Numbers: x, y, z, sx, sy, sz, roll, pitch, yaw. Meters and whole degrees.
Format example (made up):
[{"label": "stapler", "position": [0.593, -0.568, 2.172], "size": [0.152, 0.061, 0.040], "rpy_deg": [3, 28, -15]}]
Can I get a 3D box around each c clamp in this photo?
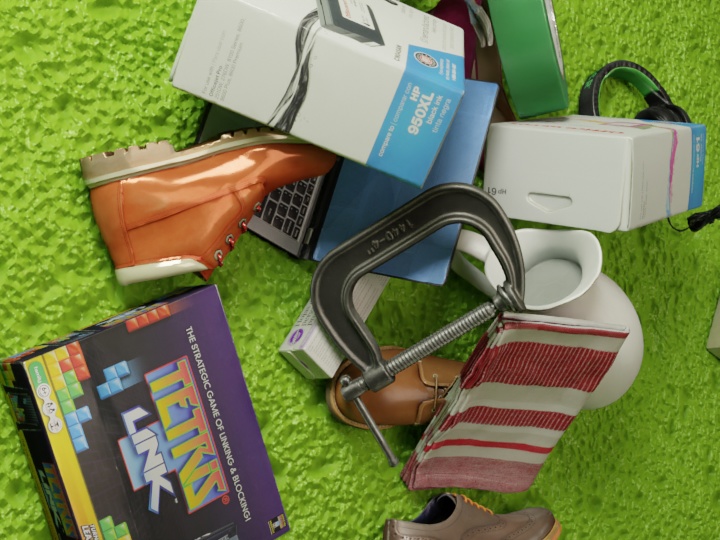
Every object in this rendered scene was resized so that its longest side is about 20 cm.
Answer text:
[{"label": "c clamp", "position": [0.051, 0.034, 0.929], "size": [0.172, 0.199, 0.027], "rpy_deg": [51, 17, -7]}]

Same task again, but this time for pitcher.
[{"label": "pitcher", "position": [0.169, 0.037, 1.088], "size": [0.122, 0.170, 0.200], "rpy_deg": [-56, 140, -16]}]

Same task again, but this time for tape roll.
[{"label": "tape roll", "position": [0.148, -0.242, 1.071], "size": [0.200, 0.047, 0.204], "rpy_deg": [-12, 90, -76]}]

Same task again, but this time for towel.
[{"label": "towel", "position": [0.134, 0.120, 1.018], "size": [0.142, 0.202, 0.023], "rpy_deg": [6, 38, -30]}]

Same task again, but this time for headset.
[{"label": "headset", "position": [0.312, -0.130, 1.237], "size": [0.123, 0.094, 0.201], "rpy_deg": [-38, 99, -34]}]

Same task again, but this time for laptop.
[{"label": "laptop", "position": [-0.012, -0.110, 0.954], "size": [0.199, 0.115, 0.190], "rpy_deg": [30, 67, -34]}]

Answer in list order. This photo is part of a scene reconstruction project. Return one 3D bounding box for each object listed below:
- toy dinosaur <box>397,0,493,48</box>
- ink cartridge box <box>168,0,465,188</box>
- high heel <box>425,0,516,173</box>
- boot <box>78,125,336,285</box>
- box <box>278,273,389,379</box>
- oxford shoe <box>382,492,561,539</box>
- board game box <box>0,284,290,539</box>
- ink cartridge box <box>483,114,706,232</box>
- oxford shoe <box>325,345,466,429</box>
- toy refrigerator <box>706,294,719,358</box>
[{"label": "toy dinosaur", "position": [0.040, -0.273, 0.965], "size": [0.104, 0.180, 0.203], "rpy_deg": [-16, 93, -34]}, {"label": "ink cartridge box", "position": [-0.027, -0.160, 0.877], "size": [0.197, 0.085, 0.145], "rpy_deg": [21, 29, -7]}, {"label": "high heel", "position": [0.124, -0.163, 1.083], "size": [0.067, 0.095, 0.202], "rpy_deg": [-43, 113, -33]}, {"label": "boot", "position": [-0.102, -0.051, 0.884], "size": [0.197, 0.075, 0.109], "rpy_deg": [-14, 95, -16]}, {"label": "box", "position": [0.000, 0.000, 1.004], "size": [0.041, 0.038, 0.202], "rpy_deg": [44, 61, -27]}, {"label": "oxford shoe", "position": [0.104, 0.232, 1.052], "size": [0.198, 0.071, 0.074], "rpy_deg": [-7, 86, -39]}, {"label": "board game box", "position": [-0.153, 0.132, 0.856], "size": [0.164, 0.056, 0.203], "rpy_deg": [-24, 101, -37]}, {"label": "ink cartridge box", "position": [0.219, -0.094, 1.087], "size": [0.199, 0.143, 0.086], "rpy_deg": [-17, 112, -55]}, {"label": "oxford shoe", "position": [0.059, 0.102, 1.025], "size": [0.198, 0.071, 0.073], "rpy_deg": [2, 87, -38]}, {"label": "toy refrigerator", "position": [0.470, 0.016, 1.374], "size": [0.075, 0.070, 0.202], "rpy_deg": [31, 67, -26]}]
